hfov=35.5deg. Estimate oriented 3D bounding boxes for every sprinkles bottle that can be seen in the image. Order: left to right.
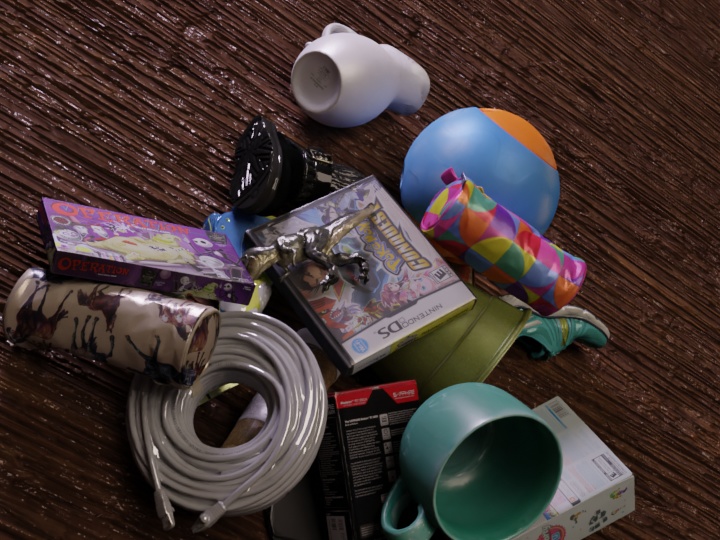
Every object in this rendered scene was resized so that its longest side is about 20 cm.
[{"bbox_3d":[-0.084,0.148,1.211,0.068,0.068,0.200,44,45,-10],"label":"sprinkles bottle"}]

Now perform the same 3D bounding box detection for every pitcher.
[{"bbox_3d":[-0.020,-0.270,1.504,0.172,0.121,0.200,43,30,17],"label":"pitcher"}]

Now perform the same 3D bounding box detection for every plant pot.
[{"bbox_3d":[0.066,0.063,1.328,0.190,0.200,0.200,40,44,3],"label":"plant pot"}]

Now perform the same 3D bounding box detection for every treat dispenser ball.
[{"bbox_3d":[0.150,-0.105,1.421,0.201,0.201,0.201,21,53,-30],"label":"treat dispenser ball"}]

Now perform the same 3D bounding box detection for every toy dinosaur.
[{"bbox_3d":[-0.038,-0.019,1.201,0.200,0.048,0.088,-25,57,-31],"label":"toy dinosaur"}]

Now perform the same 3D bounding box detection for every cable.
[{"bbox_3d":[-0.129,0.141,1.103,0.200,0.069,0.200,-27,66,-6],"label":"cable"}]

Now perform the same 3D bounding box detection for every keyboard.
[{"bbox_3d":[-0.016,0.253,1.240,0.200,0.021,0.127,23,58,-30],"label":"keyboard"}]

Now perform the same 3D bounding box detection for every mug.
[{"bbox_3d":[0.103,0.196,1.173,0.185,0.114,0.152,-5,110,-23],"label":"mug"}]

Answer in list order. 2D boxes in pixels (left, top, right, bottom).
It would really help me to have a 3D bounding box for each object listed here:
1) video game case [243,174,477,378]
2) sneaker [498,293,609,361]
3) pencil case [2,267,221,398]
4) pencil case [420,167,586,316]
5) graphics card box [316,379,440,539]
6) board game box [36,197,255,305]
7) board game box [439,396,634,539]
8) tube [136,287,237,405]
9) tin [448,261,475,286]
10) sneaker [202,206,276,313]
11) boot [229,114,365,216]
[{"bbox_3d":[0.000,0.000,1.238,0.181,0.026,0.200,-26,65,-28],"label":"video game case"},{"bbox_3d":[0.258,0.086,1.556,0.200,0.077,0.080,13,76,-29],"label":"sneaker"},{"bbox_3d":[-0.237,0.056,1.066,0.200,0.090,0.078,13,5,9],"label":"pencil case"},{"bbox_3d":[0.165,-0.031,1.299,0.200,0.088,0.088,37,46,-14],"label":"pencil case"},{"bbox_3d":[0.018,0.225,1.210,0.125,0.051,0.200,-4,82,-43],"label":"graphics card box"},{"bbox_3d":[-0.213,-0.019,1.116,0.200,0.032,0.120,11,19,-28],"label":"board game box"},{"bbox_3d":[0.184,0.247,1.269,0.200,0.064,0.148,-24,39,-14],"label":"board game box"},{"bbox_3d":[-0.206,0.049,1.187,0.200,0.058,0.052,60,5,3],"label":"tube"},{"bbox_3d":[0.100,-0.007,1.487,0.112,0.042,0.200,24,50,-23],"label":"tin"},{"bbox_3d":[-0.146,0.000,1.257,0.105,0.076,0.200,31,40,-7],"label":"sneaker"},{"bbox_3d":[-0.067,-0.098,1.330,0.158,0.079,0.211,33,23,-20],"label":"boot"}]
